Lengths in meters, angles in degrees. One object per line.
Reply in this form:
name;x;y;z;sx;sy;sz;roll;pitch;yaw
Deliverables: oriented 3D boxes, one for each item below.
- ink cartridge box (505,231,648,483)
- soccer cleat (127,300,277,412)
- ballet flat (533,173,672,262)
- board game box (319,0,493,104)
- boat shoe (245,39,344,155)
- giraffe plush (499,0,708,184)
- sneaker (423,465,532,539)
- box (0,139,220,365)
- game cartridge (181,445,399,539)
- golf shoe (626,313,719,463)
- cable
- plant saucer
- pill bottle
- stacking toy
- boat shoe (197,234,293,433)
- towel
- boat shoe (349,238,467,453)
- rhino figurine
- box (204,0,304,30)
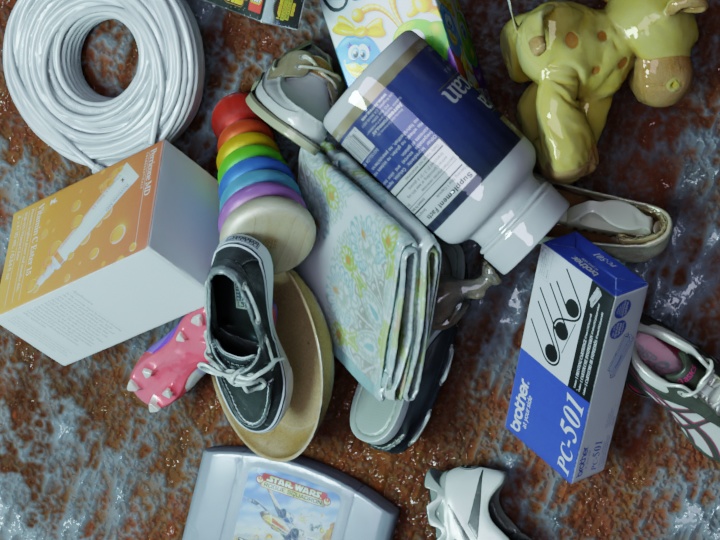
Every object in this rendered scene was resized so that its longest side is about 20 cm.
ink cartridge box;0.185;0.077;1.593;0.094;0.044;0.201;40;135;40
soccer cleat;-0.142;0.062;1.695;0.067;0.077;0.200;44;128;-10
ballet flat;0.177;-0.054;1.601;0.199;0.062;0.068;9;74;-7
board game box;0.032;-0.221;1.632;0.104;0.103;0.201;-18;91;16
boat shoe;-0.054;-0.159;1.617;0.075;0.200;0.068;36;101;-19
giraffe plush;0.213;-0.185;1.560;0.161;0.173;0.201;-15;124;-2
sneaker;0.116;0.277;1.676;0.088;0.074;0.201;-8;94;18
box;-0.226;-0.014;1.680;0.199;0.097;0.125;-23;47;31
game cartridge;-0.069;0.244;1.747;0.199;0.042;0.134;16;104;14
golf shoe;0.297;0.110;1.596;0.199;0.088;0.077;33;86;8
cable;-0.238;-0.198;1.724;0.199;0.069;0.201;32;107;14
plant saucer;-0.078;0.074;1.688;0.200;0.035;0.202;21;116;51
pill bottle;0.075;-0.094;1.528;0.200;0.111;0.111;43;105;-1
stacking toy;-0.097;-0.091;1.653;0.085;0.085;0.201;-32;43;17
boat shoe;-0.102;0.069;1.590;0.073;0.068;0.200;10;126;12
towel;0.000;0.000;1.618;0.200;0.048;0.172;44;136;45
boat shoe;0.051;0.070;1.679;0.075;0.060;0.201;22;83;36
rhino figurine;0.044;-0.026;1.649;0.087;0.060;0.200;-39;56;3
box;-0.095;-0.297;1.626;0.040;0.200;0.138;9;101;-28
